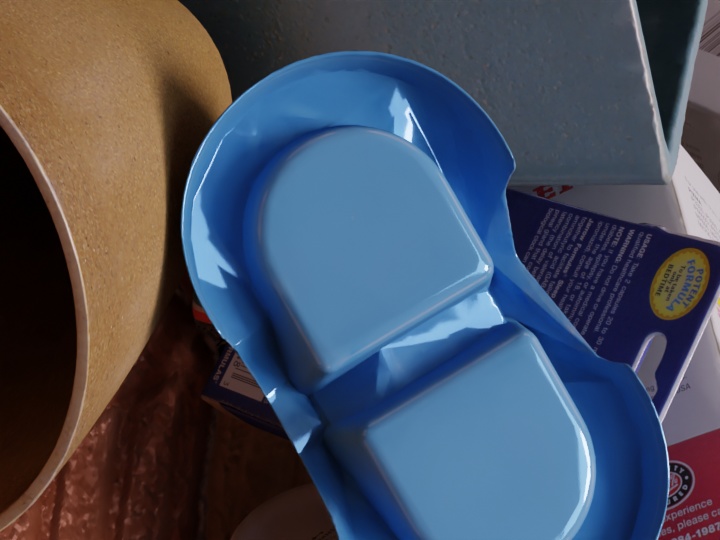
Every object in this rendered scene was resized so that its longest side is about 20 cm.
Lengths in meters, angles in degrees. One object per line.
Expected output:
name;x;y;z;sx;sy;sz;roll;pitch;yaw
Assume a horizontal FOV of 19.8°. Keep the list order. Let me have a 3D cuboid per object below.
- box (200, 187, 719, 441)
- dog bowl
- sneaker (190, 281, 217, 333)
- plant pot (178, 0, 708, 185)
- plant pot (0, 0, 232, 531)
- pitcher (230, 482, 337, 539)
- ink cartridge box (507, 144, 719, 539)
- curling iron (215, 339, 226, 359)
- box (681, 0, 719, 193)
box;0.041;0.026;0.779;0.032;0.200;0.121;38;75;-47
dog bowl;0.017;0.027;0.671;0.111;0.050;0.200;-30;90;-12
sneaker;-0.008;-0.051;0.906;0.200;0.070;0.094;-37;123;-43
plant pot;0.017;-0.150;0.816;0.196;0.199;0.196;-68;147;-56
plant pot;-0.125;-0.033;0.694;0.200;0.186;0.187;-44;123;-58
pitcher;0.019;0.182;0.900;0.171;0.121;0.200;-37;125;-40
ink cartridge box;0.101;0.070;0.834;0.145;0.145;0.200;43;31;-47
curling iron;0.000;0.000;0.948;0.200;0.026;0.050;-28;148;-44
box;0.198;-0.036;0.996;0.097;0.124;0.200;-39;133;-20
